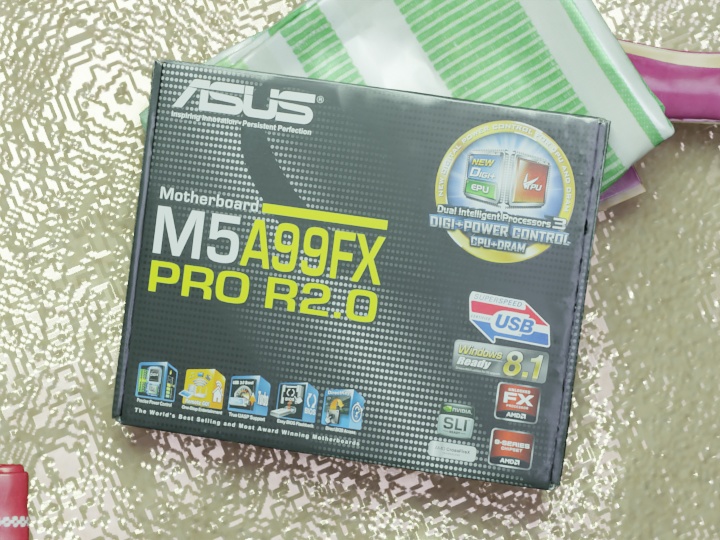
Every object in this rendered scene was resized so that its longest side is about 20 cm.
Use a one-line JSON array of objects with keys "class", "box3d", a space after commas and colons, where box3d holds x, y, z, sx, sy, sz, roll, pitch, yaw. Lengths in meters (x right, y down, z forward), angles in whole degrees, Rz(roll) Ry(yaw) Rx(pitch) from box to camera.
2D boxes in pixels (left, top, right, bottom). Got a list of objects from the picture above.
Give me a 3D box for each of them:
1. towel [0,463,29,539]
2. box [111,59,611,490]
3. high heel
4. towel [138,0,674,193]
[{"class": "towel", "box3d": [-0.217, 0.181, 0.947, 0.143, 0.022, 0.202, 1, 87, -10]}, {"class": "box", "box3d": [0.000, 0.000, 0.947, 0.198, 0.044, 0.162, 9, 96, 6]}, {"class": "high heel", "box3d": [0.159, -0.107, 1.005, 0.199, 0.067, 0.096, -25, 100, 3]}, {"class": "towel", "box3d": [0.020, -0.065, 0.973, 0.199, 0.023, 0.153, -34, 91, 8]}]
